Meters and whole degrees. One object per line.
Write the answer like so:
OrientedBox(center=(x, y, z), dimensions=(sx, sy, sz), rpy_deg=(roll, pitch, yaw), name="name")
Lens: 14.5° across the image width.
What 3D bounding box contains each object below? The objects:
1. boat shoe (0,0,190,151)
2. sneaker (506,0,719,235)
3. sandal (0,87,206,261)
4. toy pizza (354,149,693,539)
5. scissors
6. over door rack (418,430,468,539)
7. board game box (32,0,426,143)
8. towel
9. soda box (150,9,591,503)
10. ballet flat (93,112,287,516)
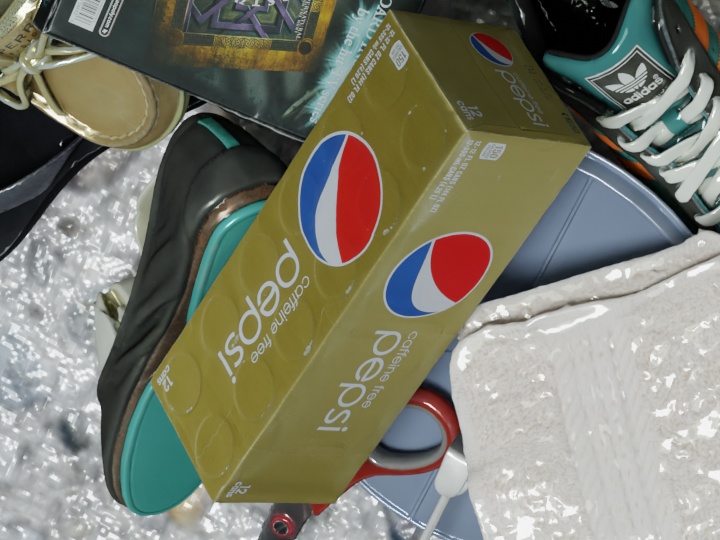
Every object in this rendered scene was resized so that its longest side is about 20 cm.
OrientedBox(center=(-0.149, -0.115, 1.086), dimensions=(0.073, 0.063, 0.201), rpy_deg=(-33, 107, 30), name="boat shoe")
OrientedBox(center=(0.109, -0.069, 1.078), dimensions=(0.071, 0.080, 0.200), rpy_deg=(-38, 95, 21), name="sneaker")
OrientedBox(center=(-0.139, -0.060, 1.159), dimensions=(0.200, 0.043, 0.076), rpy_deg=(-36, 86, 15), name="sandal")
OrientedBox(center=(0.059, 0.028, 1.144), dimensions=(0.199, 0.032, 0.201), rpy_deg=(10, 120, 18), name="toy pizza")
OrientedBox(center=(-0.031, 0.093, 1.194), dimensions=(0.073, 0.014, 0.200), rpy_deg=(42, 127, -5), name="scissors")
OrientedBox(center=(0.072, 0.167, 1.173), dimensions=(0.147, 0.067, 0.201), rpy_deg=(28, 123, 4), name="over door rack")
OrientedBox(center=(-0.022, -0.157, 1.061), dimensions=(0.135, 0.028, 0.201), rpy_deg=(22, 98, -20), name="board game box")
OrientedBox(center=(0.113, 0.094, 1.062), dimensions=(0.132, 0.034, 0.201), rpy_deg=(-18, 82, 16), name="towel")
OrientedBox(center=(0.000, 0.000, 1.076), dimensions=(0.200, 0.064, 0.068), rpy_deg=(-56, 48, 32), name="soda box")
OrientedBox(center=(-0.072, 0.014, 1.164), dimensions=(0.069, 0.068, 0.201), rpy_deg=(54, 140, 31), name="ballet flat")
